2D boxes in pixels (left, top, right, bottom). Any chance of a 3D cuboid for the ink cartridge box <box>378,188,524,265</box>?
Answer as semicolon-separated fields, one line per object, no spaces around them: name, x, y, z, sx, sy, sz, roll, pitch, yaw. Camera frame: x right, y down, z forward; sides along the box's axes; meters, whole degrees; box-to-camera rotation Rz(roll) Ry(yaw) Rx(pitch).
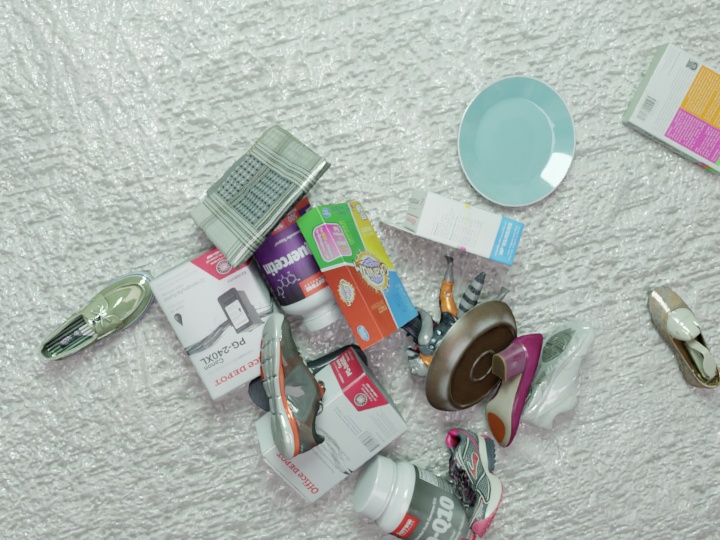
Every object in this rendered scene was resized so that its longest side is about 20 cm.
ink cartridge box;0.135;-0.075;0.971;0.196;0.115;0.069;17;96;-9

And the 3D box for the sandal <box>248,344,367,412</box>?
sandal;-0.084;0.174;1.024;0.196;0.043;0.078;-15;113;-14

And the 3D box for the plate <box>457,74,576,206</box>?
plate;0.247;-0.205;1.011;0.195;0.026;0.205;-1;98;-7

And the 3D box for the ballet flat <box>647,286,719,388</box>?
ballet flat;0.559;0.116;1.075;0.067;0.067;0.202;-34;101;-1

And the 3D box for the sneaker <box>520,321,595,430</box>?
sneaker;0.338;0.179;1.062;0.098;0.078;0.202;28;103;-16

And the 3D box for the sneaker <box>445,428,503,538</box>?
sneaker;0.172;0.333;1.000;0.073;0.201;0.082;22;113;-6

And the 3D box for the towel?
towel;-0.150;-0.117;0.892;0.193;0.200;0.035;-48;129;-2

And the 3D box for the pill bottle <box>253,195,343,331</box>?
pill bottle;-0.094;-0.015;0.954;0.111;0.112;0.203;-28;101;-2

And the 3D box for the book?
book;0.543;-0.258;1.029;0.197;0.048;0.136;26;97;-9

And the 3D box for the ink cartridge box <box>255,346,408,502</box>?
ink cartridge box;-0.047;0.244;0.994;0.199;0.084;0.146;-37;121;0

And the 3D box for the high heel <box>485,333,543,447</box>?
high heel;0.257;0.198;1.023;0.095;0.067;0.203;-22;129;-25

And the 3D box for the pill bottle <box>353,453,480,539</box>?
pill bottle;0.094;0.386;1.037;0.197;0.114;0.116;26;95;-10

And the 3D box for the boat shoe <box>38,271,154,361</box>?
boat shoe;-0.394;0.076;0.957;0.199;0.062;0.072;-38;101;-1

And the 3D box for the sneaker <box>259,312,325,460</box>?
sneaker;-0.093;0.160;0.906;0.080;0.077;0.205;-7;89;-26

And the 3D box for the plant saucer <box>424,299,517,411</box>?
plant saucer;0.184;0.143;0.995;0.198;0.032;0.204;-24;131;-30

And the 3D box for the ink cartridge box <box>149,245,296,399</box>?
ink cartridge box;-0.203;0.068;0.960;0.143;0.083;0.203;-27;101;-2

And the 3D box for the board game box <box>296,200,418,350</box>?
board game box;0.000;0.000;0.925;0.040;0.153;0.203;-29;87;25

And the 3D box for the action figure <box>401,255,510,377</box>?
action figure;0.120;0.077;1.000;0.197;0.105;0.196;29;89;-9
